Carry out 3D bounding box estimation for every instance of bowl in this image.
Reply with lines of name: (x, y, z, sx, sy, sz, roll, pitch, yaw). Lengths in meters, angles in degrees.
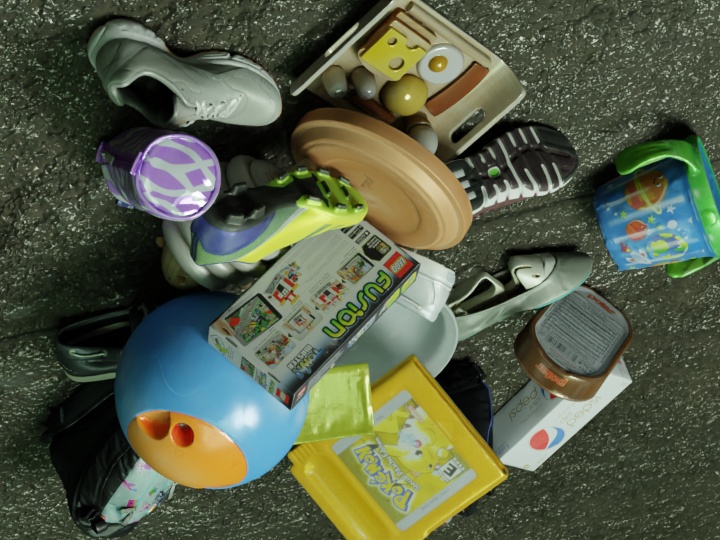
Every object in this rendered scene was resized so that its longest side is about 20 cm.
bowl: (0.005, 0.058, 1.700, 0.199, 0.091, 0.202, -9, 138, -8)

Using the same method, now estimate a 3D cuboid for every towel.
towel: (-0.085, 0.154, 1.664, 0.198, 0.018, 0.087, -7, 106, -5)

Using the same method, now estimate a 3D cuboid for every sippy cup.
sippy cup: (0.329, -0.063, 1.658, 0.129, 0.140, 0.179, -19, 101, 18)

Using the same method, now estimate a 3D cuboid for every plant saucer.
plant saucer: (0.016, -0.083, 1.496, 0.199, 0.032, 0.201, 26, 156, 12)

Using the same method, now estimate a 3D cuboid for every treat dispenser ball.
treat dispenser ball: (-0.151, 0.122, 1.544, 0.199, 0.202, 0.202, -10, 139, -9)

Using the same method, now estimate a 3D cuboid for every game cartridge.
game cartridge: (0.038, 0.221, 1.710, 0.200, 0.032, 0.177, -39, 96, 15)

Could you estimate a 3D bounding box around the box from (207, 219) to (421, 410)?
box: (-0.044, 0.031, 1.478, 0.200, 0.110, 0.035, -44, 165, -29)

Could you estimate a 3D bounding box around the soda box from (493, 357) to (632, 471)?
soda box: (0.250, 0.170, 1.928, 0.068, 0.064, 0.200, 19, 128, -34)

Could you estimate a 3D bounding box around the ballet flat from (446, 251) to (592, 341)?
ballet flat: (0.170, 0.019, 1.735, 0.199, 0.068, 0.064, -26, 128, 9)

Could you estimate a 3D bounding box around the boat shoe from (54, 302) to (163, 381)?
boat shoe: (-0.237, 0.070, 1.645, 0.198, 0.073, 0.063, -13, 142, 3)

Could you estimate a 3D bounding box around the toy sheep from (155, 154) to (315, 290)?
toy sheep: (-0.122, -0.049, 1.513, 0.200, 0.138, 0.138, -40, 134, 15)

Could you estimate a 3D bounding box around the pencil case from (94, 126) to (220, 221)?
pencil case: (-0.189, -0.094, 1.398, 0.085, 0.200, 0.085, 28, 86, -21)

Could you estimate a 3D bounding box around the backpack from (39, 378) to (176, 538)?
backpack: (-0.258, 0.187, 1.720, 0.126, 0.167, 0.200, 8, 129, -49)

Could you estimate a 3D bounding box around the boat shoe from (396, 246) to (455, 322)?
boat shoe: (0.000, 0.000, 1.577, 0.198, 0.069, 0.072, 20, 175, 13)

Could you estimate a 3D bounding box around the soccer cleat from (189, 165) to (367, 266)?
soccer cleat: (-0.080, -0.047, 1.435, 0.199, 0.065, 0.084, -11, 142, -42)

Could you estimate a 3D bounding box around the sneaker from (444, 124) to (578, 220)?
sneaker: (0.129, -0.090, 1.601, 0.199, 0.076, 0.115, -17, 169, -30)

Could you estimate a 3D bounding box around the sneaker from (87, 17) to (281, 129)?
sneaker: (-0.159, -0.159, 1.404, 0.198, 0.092, 0.076, 13, 131, -31)

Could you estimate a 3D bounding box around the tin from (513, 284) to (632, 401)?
tin: (0.249, 0.080, 1.743, 0.112, 0.200, 0.042, 40, 124, 6)

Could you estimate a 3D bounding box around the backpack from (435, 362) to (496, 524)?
backpack: (0.057, 0.204, 1.818, 0.189, 0.201, 0.155, 16, 127, -11)

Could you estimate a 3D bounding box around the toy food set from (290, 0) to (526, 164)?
toy food set: (0.048, -0.177, 1.479, 0.143, 0.061, 0.199, -40, 135, 24)
